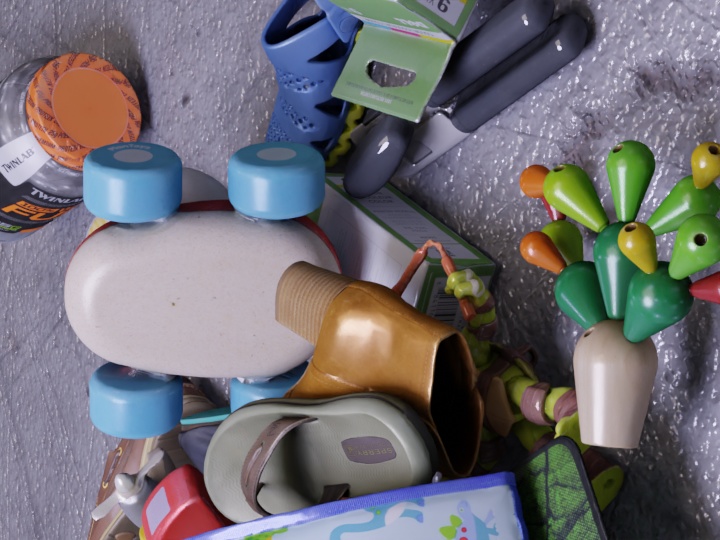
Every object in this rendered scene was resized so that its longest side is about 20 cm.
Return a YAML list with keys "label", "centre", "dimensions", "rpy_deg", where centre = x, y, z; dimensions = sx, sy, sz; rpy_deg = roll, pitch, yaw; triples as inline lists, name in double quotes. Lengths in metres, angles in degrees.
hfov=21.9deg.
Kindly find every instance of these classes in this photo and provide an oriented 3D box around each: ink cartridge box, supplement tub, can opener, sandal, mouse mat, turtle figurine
- label: "ink cartridge box"
  centre: [0.031, -0.201, 1.142]
  dimensions: [0.104, 0.059, 0.200]
  rpy_deg: [24, 88, 53]
- label: "ink cartridge box"
  centre: [0.000, 0.000, 1.247]
  dimensions: [0.200, 0.059, 0.104]
  rpy_deg: [38, 121, 47]
- label: "supplement tub"
  centre: [-0.274, -0.105, 1.570]
  dimensions: [0.200, 0.122, 0.123]
  rpy_deg: [-24, 70, 52]
- label: "can opener"
  centre: [0.058, -0.100, 1.161]
  dimensions: [0.200, 0.053, 0.067]
  rpy_deg: [-34, 28, 48]
- label: "sandal"
  centre: [-0.037, 0.116, 1.097]
  dimensions: [0.201, 0.057, 0.080]
  rpy_deg: [-22, 107, 52]
- label: "sandal"
  centre: [-0.034, -0.154, 1.276]
  dimensions: [0.079, 0.087, 0.200]
  rpy_deg: [44, 126, 43]
- label: "mouse mat"
  centre: [0.081, 0.202, 1.047]
  dimensions: [0.200, 0.008, 0.161]
  rpy_deg: [-43, 54, 44]
- label: "turtle figurine"
  centre: [0.089, 0.087, 1.122]
  dimensions: [0.161, 0.064, 0.200]
  rpy_deg: [34, 134, 46]

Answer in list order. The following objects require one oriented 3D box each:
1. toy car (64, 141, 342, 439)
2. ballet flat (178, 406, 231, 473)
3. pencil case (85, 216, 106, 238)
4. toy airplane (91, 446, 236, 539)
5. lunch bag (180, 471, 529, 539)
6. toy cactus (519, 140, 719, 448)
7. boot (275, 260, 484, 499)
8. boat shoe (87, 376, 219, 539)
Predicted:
- label: "toy car"
  centre: [-0.104, -0.014, 1.246]
  dimensions: [0.200, 0.177, 0.184]
  rpy_deg: [-102, 12, -66]
- label: "ballet flat"
  centre: [-0.061, 0.120, 1.325]
  dimensions: [0.200, 0.073, 0.073]
  rpy_deg: [-20, 73, 52]
- label: "pencil case"
  centre: [-0.134, 0.001, 1.407]
  dimensions: [0.200, 0.083, 0.091]
  rpy_deg: [19, 129, 54]
- label: "toy airplane"
  centre: [-0.120, 0.226, 1.299]
  dimensions: [0.200, 0.141, 0.199]
  rpy_deg: [-176, 74, -79]
- label: "lunch bag"
  centre: [0.011, 0.215, 1.036]
  dimensions: [0.200, 0.127, 0.170]
  rpy_deg: [-18, 71, 21]
- label: "toy cactus"
  centre: [0.147, 0.013, 1.015]
  dimensions: [0.200, 0.102, 0.165]
  rpy_deg: [5, 90, 61]
- label: "boot"
  centre: [0.012, 0.098, 1.124]
  dimensions: [0.144, 0.071, 0.201]
  rpy_deg: [29, 136, 40]
- label: "boat shoe"
  centre: [-0.169, 0.170, 1.472]
  dimensions: [0.068, 0.072, 0.200]
  rpy_deg: [51, 122, 48]
